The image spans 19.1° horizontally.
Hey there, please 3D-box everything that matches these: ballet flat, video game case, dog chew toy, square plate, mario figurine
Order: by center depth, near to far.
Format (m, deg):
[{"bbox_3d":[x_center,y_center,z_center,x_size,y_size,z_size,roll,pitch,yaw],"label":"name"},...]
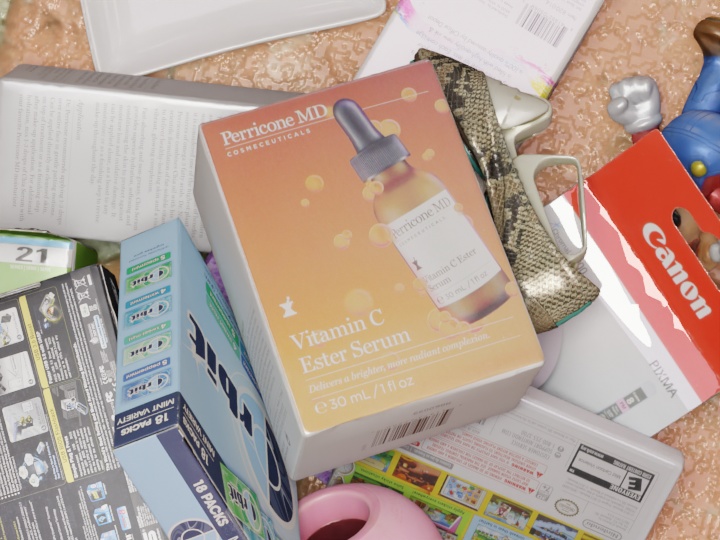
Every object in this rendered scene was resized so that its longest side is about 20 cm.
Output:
[{"bbox_3d":[0.098,-0.060,1.318,0.075,0.068,0.201,-24,70,10],"label":"ballet flat"},{"bbox_3d":[0.009,0.233,1.348,0.124,0.125,0.201,-19,119,0],"label":"dog chew toy"},{"bbox_3d":[0.080,0.152,1.371,0.199,0.023,0.183,23,117,-1],"label":"video game case"},{"bbox_3d":[0.210,-0.068,1.376,0.106,0.123,0.201,29,83,-17],"label":"mario figurine"},{"bbox_3d":[-0.100,-0.242,1.431,0.199,0.028,0.199,-14,87,0],"label":"square plate"}]

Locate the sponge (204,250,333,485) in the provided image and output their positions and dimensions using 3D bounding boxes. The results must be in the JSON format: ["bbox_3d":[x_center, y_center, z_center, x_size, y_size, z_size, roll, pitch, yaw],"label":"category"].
[{"bbox_3d":[-0.032,0.068,1.381,0.200,0.030,0.112,35,117,-7],"label":"sponge"}]

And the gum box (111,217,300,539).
[{"bbox_3d":[-0.088,0.094,1.256,0.044,0.200,0.170,-21,124,9],"label":"gum box"}]

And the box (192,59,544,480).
[{"bbox_3d":[0.000,0.000,1.277,0.151,0.106,0.201,-17,74,-11],"label":"box"}]

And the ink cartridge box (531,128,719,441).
[{"bbox_3d":[0.154,0.028,1.346,0.057,0.200,0.163,-32,86,-39],"label":"ink cartridge box"}]

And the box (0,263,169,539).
[{"bbox_3d":[-0.196,0.115,1.246,0.160,0.049,0.201,-18,81,2],"label":"box"}]

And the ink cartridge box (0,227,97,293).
[{"bbox_3d":[-0.253,0.010,1.337,0.147,0.200,0.076,5,88,1],"label":"ink cartridge box"}]

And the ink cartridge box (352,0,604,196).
[{"bbox_3d":[0.065,-0.128,1.404,0.117,0.067,0.201,31,87,2],"label":"ink cartridge box"}]

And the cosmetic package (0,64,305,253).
[{"bbox_3d":[-0.134,-0.072,1.392,0.199,0.071,0.102,7,104,1],"label":"cosmetic package"}]
